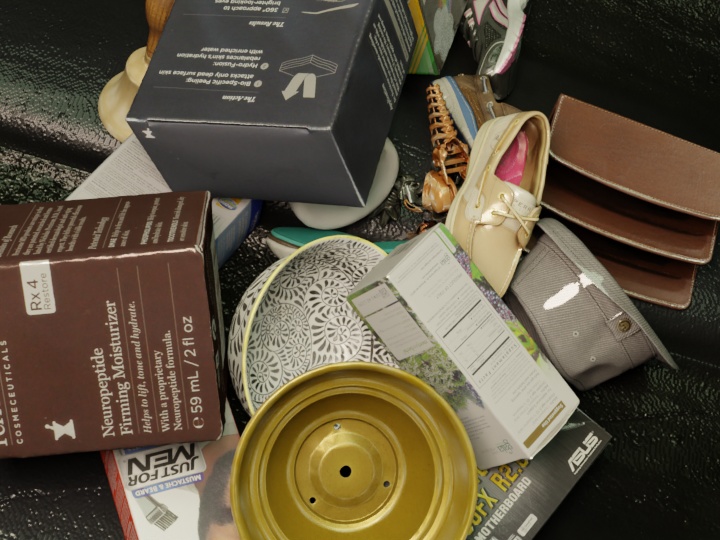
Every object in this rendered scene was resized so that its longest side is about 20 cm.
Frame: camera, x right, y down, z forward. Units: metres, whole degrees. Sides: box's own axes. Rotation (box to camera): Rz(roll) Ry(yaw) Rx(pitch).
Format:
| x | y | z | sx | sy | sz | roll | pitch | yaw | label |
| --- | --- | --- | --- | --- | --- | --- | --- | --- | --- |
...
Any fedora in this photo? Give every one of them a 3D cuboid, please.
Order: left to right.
| x | y | z | sx | sy | sz | roll | pitch | yaw | label |
| --- | --- | --- | --- | --- | --- | --- | --- | --- | --- |
| 0.200 | 0.047 | 1.343 | 0.090 | 0.200 | 0.177 | -40 | 38 | 0 | fedora |

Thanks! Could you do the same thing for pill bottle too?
| x | y | z | sx | sy | sz | roll | pitch | yaw | label |
| --- | --- | --- | --- | --- | --- | --- | --- | --- | --- |
| -0.056 | -0.144 | 1.403 | 0.114 | 0.115 | 0.200 | -17 | 51 | -22 | pill bottle |

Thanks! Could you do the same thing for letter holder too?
| x | y | z | sx | sy | sz | roll | pitch | yaw | label |
| --- | --- | --- | --- | --- | --- | --- | --- | --- | --- |
| 0.264 | -0.064 | 1.449 | 0.199 | 0.101 | 0.143 | 21 | 58 | 0 | letter holder |

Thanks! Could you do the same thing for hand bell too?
| x | y | z | sx | sy | sz | roll | pitch | yaw | label |
| --- | --- | --- | --- | --- | --- | --- | --- | --- | --- |
| -0.195 | -0.215 | 1.372 | 0.103 | 0.200 | 0.105 | 6 | 57 | -9 | hand bell |

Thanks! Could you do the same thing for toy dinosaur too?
| x | y | z | sx | sy | sz | roll | pitch | yaw | label |
| --- | --- | --- | --- | --- | --- | --- | --- | --- | --- |
| 0.085 | -0.072 | 1.383 | 0.101 | 0.136 | 0.202 | 10 | 98 | -25 | toy dinosaur |

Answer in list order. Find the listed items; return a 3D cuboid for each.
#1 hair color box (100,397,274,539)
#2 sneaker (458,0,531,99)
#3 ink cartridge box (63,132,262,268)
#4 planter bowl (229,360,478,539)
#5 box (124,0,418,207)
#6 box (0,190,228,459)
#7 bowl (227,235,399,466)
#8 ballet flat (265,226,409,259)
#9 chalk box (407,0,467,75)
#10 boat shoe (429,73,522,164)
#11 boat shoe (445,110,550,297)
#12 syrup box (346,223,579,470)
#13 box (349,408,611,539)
| x | y | z | sx | sy | sz | roll | pitch | yaw | label |
| --- | --- | --- | --- | --- | --- | --- | --- | --- | --- |
| -0.141 | 0.205 | 1.204 | 0.110 | 0.064 | 0.201 | -12 | 63 | -21 | hair color box |
| 0.137 | -0.267 | 1.571 | 0.086 | 0.081 | 0.201 | 9 | 48 | 7 | sneaker |
| -0.182 | -0.054 | 1.348 | 0.136 | 0.077 | 0.200 | 33 | 59 | 9 | ink cartridge box |
| -0.009 | 0.171 | 1.184 | 0.199 | 0.083 | 0.202 | 0 | 91 | -6 | planter bowl |
| -0.074 | -0.174 | 1.284 | 0.195 | 0.118 | 0.201 | 5 | 59 | 22 | box |
| -0.213 | 0.040 | 1.172 | 0.198 | 0.167 | 0.164 | -5 | 19 | -2 | box |
| -0.051 | 0.066 | 1.274 | 0.200 | 0.094 | 0.203 | -5 | 98 | -42 | bowl |
| 0.000 | 0.000 | 1.355 | 0.198 | 0.070 | 0.070 | 6 | 53 | 22 | ballet flat |
| 0.021 | -0.314 | 1.469 | 0.123 | 0.201 | 0.125 | 5 | 52 | 23 | chalk box |
| 0.134 | -0.130 | 1.428 | 0.072 | 0.072 | 0.201 | -21 | 55 | -5 | boat shoe |
| 0.128 | -0.061 | 1.299 | 0.073 | 0.069 | 0.201 | 26 | 61 | -28 | boat shoe |
| 0.088 | 0.068 | 1.237 | 0.081 | 0.079 | 0.200 | -43 | 97 | -31 | syrup box |
| 0.107 | 0.173 | 1.291 | 0.158 | 0.048 | 0.200 | 39 | 58 | 12 | box |
